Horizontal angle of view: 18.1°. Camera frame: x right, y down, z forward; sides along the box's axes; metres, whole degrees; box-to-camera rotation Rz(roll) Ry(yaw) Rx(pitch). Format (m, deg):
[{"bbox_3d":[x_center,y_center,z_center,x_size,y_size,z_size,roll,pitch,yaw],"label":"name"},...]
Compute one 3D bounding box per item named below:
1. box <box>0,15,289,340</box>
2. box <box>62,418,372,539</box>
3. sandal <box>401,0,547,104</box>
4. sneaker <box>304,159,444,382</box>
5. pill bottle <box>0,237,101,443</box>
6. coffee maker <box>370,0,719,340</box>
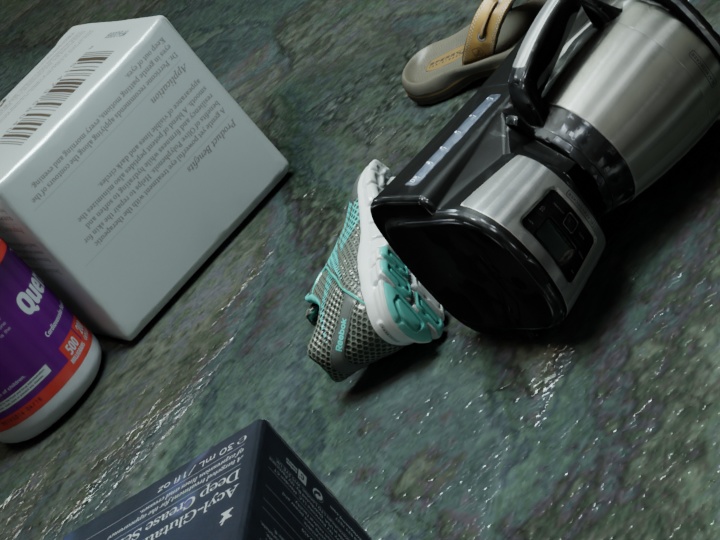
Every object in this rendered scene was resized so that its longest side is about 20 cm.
[{"bbox_3d":[-0.208,-0.076,1.823,0.199,0.171,0.200,-48,22,-18],"label":"box"},{"bbox_3d":[-0.086,0.201,1.190,0.148,0.107,0.200,-32,24,20],"label":"box"},{"bbox_3d":[0.100,-0.186,1.679,0.200,0.055,0.082,-21,30,41],"label":"sandal"},{"bbox_3d":[0.000,0.000,1.475,0.091,0.078,0.200,-37,20,21],"label":"sneaker"},{"bbox_3d":[-0.299,0.031,1.732,0.112,0.200,0.113,-34,23,17],"label":"pill bottle"},{"bbox_3d":[0.113,-0.061,1.362,0.200,0.135,0.192,-47,-1,-19],"label":"coffee maker"}]
